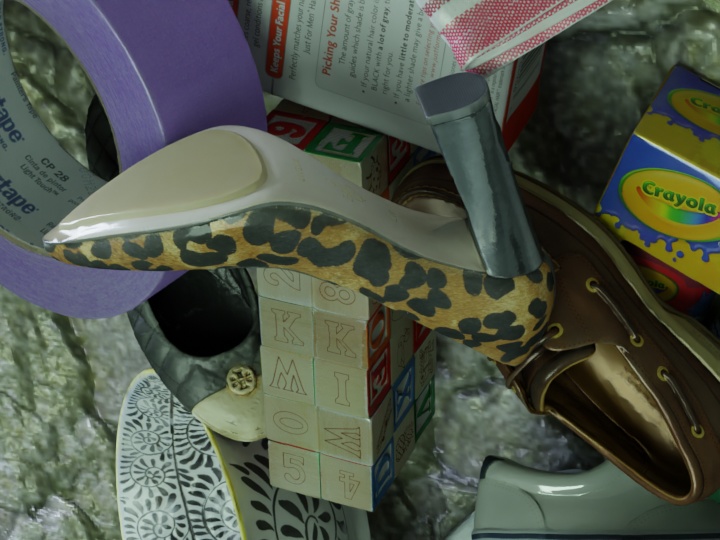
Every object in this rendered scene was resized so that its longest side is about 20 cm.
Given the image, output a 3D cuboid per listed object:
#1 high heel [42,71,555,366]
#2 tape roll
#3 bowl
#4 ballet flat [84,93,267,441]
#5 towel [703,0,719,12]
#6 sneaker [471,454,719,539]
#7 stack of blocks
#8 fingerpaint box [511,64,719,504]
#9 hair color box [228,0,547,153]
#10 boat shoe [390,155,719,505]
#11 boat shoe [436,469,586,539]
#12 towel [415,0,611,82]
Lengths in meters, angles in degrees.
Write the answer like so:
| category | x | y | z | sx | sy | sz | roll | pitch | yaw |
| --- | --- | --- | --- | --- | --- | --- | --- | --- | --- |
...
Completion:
| category | x | y | z | sx | sy | sz | roll | pitch | yaw |
| --- | --- | --- | --- | --- | --- | --- | --- | --- | --- |
| high heel | -0.021 | 0.006 | 0.965 | 0.199 | 0.072 | 0.143 | -15 | 126 | 8 |
| tape roll | -0.137 | -0.081 | 1.046 | 0.199 | 0.066 | 0.201 | 25 | 133 | 30 |
| bowl | -0.054 | 0.143 | 1.230 | 0.201 | 0.094 | 0.202 | 39 | 135 | 55 |
| ballet flat | -0.090 | -0.008 | 1.150 | 0.201 | 0.066 | 0.057 | 66 | 160 | 10 |
| towel | 0.202 | -0.148 | 0.968 | 0.200 | 0.037 | 0.149 | 38 | 131 | 0 |
| sneaker | 0.152 | 0.117 | 1.136 | 0.199 | 0.073 | 0.071 | -1 | 82 | 4 |
| stack of blocks | 0.000 | 0.000 | 1.117 | 0.058 | 0.115 | 0.201 | 12 | 126 | 20 |
| fingerpaint box | 0.192 | 0.028 | 1.062 | 0.199 | 0.073 | 0.167 | 29 | 129 | 7 |
| hair color box | -0.014 | -0.134 | 1.026 | 0.199 | 0.064 | 0.111 | 20 | 129 | 13 |
| boat shoe | 0.091 | 0.026 | 1.025 | 0.200 | 0.068 | 0.072 | 40 | 131 | 3 |
| boat shoe | 0.062 | 0.173 | 1.226 | 0.074 | 0.068 | 0.199 | 44 | 105 | 1 |
| towel | 0.055 | -0.196 | 0.943 | 0.146 | 0.030 | 0.201 | -31 | 83 | 1 |
